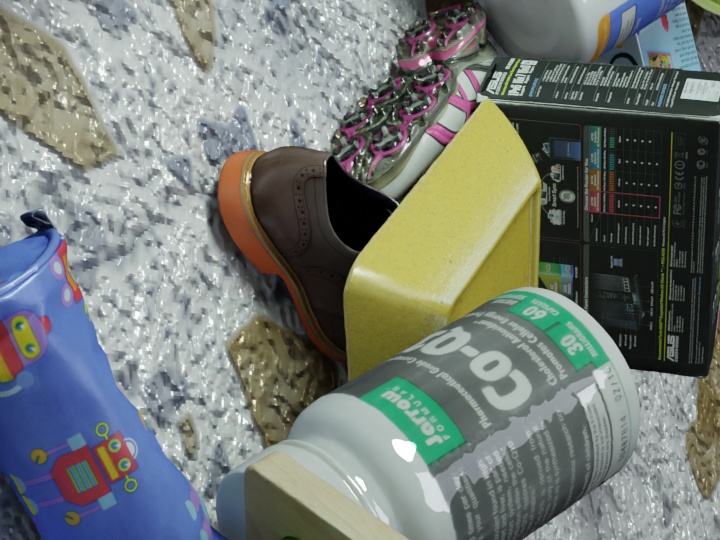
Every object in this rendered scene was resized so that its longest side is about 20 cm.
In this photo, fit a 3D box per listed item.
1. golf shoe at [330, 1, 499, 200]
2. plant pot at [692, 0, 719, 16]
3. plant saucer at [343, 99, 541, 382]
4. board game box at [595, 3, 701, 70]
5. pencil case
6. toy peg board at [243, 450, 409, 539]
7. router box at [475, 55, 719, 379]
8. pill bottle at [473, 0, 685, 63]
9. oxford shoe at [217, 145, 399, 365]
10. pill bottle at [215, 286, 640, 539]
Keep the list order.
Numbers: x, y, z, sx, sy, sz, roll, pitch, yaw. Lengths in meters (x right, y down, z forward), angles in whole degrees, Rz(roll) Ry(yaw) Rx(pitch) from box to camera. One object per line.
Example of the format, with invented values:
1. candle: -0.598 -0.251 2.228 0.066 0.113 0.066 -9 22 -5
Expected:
1. golf shoe: 0.048 -0.089 1.075 0.092 0.072 0.200 64 36 -24
2. plant pot: 0.386 -0.297 1.562 0.190 0.200 0.201 22 62 -67
3. plant saucer: 0.058 0.034 1.000 0.200 0.048 0.200 -51 147 -45
4. board game box: 0.176 -0.177 1.262 0.105 0.103 0.201 -21 98 -55
5. pencil case: -0.127 0.076 0.766 0.078 0.087 0.200 -30 111 -9
6. toy peg board: -0.004 0.217 0.717 0.098 0.200 0.200 -27 133 -36
7. router box: 0.154 -0.032 1.088 0.062 0.149 0.200 -63 155 -51
8. pill bottle: 0.177 -0.219 1.125 0.200 0.112 0.112 -34 112 -24
9. oxford shoe: 0.000 0.000 0.975 0.200 0.072 0.071 45 45 -46
10. pill bottle: 0.035 0.096 0.848 0.200 0.113 0.113 -28 106 -34
